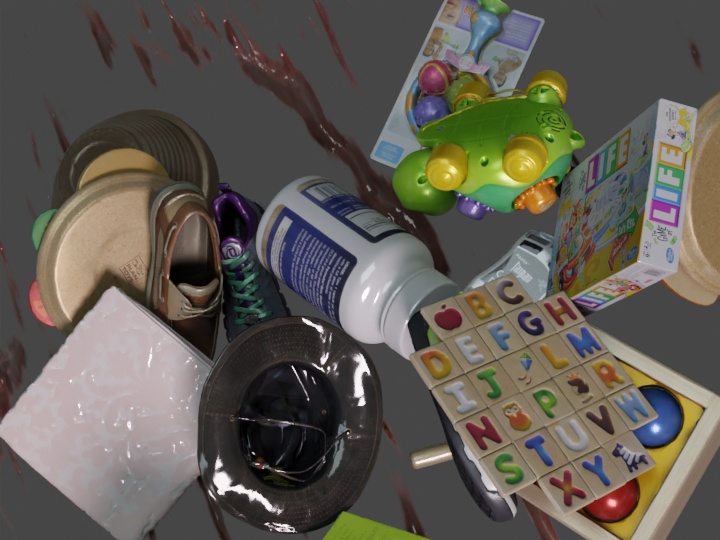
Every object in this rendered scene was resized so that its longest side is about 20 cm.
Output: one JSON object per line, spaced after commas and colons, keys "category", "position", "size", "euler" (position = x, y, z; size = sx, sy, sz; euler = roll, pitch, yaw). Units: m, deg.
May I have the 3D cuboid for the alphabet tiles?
{"category": "alphabet tiles", "position": [0.139, 0.092, 0.885], "size": [0.165, 0.006, 0.201], "euler": [-19, 60, -28]}

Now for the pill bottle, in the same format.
{"category": "pill bottle", "position": [0.000, 0.000, 1.063], "size": [0.199, 0.111, 0.111], "euler": [36, 87, 36]}

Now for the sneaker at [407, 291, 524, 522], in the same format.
{"category": "sneaker", "position": [0.100, 0.100, 0.900], "size": [0.082, 0.072, 0.201], "euler": [-19, 58, -1]}

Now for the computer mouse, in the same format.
{"category": "computer mouse", "position": [0.165, 0.001, 1.063], "size": [0.200, 0.044, 0.110], "euler": [-43, 70, -4]}

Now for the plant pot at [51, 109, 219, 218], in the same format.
{"category": "plant pot", "position": [-0.261, -0.090, 1.207], "size": [0.198, 0.093, 0.203], "euler": [-5, 73, 18]}

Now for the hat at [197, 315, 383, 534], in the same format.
{"category": "hat", "position": [-0.072, 0.143, 1.067], "size": [0.198, 0.081, 0.203], "euler": [0, 91, -17]}

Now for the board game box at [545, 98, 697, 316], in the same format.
{"category": "board game box", "position": [0.213, -0.043, 0.939], "size": [0.034, 0.200, 0.136], "euler": [14, 74, -8]}

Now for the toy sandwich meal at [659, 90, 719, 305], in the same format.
{"category": "toy sandwich meal", "position": [0.323, -0.066, 0.979], "size": [0.206, 0.204, 0.070], "euler": [-59, 28, -5]}

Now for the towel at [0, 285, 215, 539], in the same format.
{"category": "towel", "position": [-0.233, 0.146, 1.108], "size": [0.191, 0.032, 0.200], "euler": [41, 97, -5]}

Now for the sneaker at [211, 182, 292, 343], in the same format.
{"category": "sneaker", "position": [-0.121, 0.014, 1.130], "size": [0.074, 0.088, 0.202], "euler": [-17, 69, 13]}

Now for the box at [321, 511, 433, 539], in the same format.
{"category": "box", "position": [0.041, 0.288, 0.968], "size": [0.198, 0.048, 0.122], "euler": [11, 36, 29]}

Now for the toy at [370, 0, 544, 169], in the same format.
{"category": "toy", "position": [0.094, -0.192, 1.141], "size": [0.114, 0.047, 0.202], "euler": [24, 82, 24]}

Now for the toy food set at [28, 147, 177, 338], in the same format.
{"category": "toy food set", "position": [-0.238, -0.006, 1.136], "size": [0.198, 0.200, 0.049], "euler": [-49, 31, -7]}

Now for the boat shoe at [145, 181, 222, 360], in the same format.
{"category": "boat shoe", "position": [-0.171, 0.016, 1.102], "size": [0.075, 0.202, 0.072], "euler": [-15, 29, -22]}

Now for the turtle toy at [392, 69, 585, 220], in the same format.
{"category": "turtle toy", "position": [0.118, -0.104, 1.057], "size": [0.198, 0.102, 0.146], "euler": [-5, 38, 28]}

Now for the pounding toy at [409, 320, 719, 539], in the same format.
{"category": "pounding toy", "position": [0.183, 0.146, 0.957], "size": [0.199, 0.142, 0.185], "euler": [30, 85, 24]}
